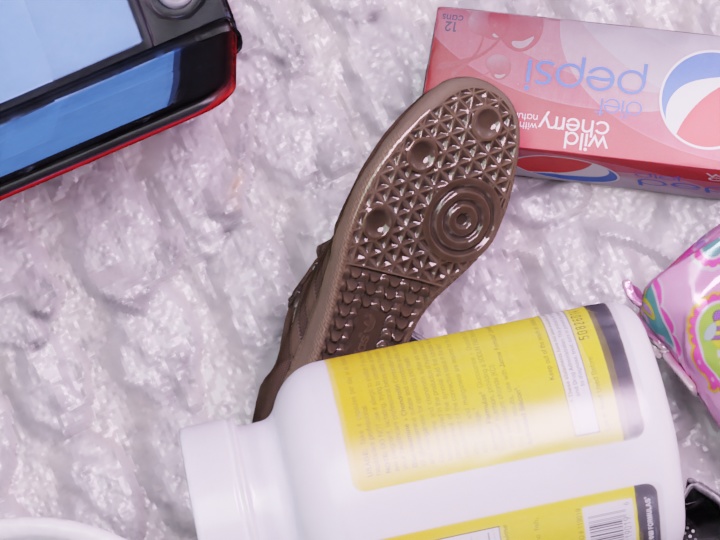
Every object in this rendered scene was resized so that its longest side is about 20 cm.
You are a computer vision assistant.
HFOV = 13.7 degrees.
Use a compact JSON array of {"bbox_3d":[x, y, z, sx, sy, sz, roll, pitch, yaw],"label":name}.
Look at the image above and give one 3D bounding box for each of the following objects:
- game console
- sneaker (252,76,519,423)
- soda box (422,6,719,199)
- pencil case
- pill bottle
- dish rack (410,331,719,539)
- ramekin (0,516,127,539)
[{"bbox_3d":[-0.166,-0.106,1.396,0.200,0.119,0.173,-22,77,5],"label":"game console"},{"bbox_3d":[0.000,0.000,1.339,0.070,0.076,0.200,25,94,-27],"label":"sneaker"},{"bbox_3d":[0.131,-0.072,1.362,0.199,0.070,0.064,8,81,12],"label":"soda box"},{"bbox_3d":[0.199,0.069,1.311,0.087,0.087,0.200,-33,76,3],"label":"pencil case"},{"bbox_3d":[0.029,0.085,1.262,0.199,0.112,0.112,-11,78,-3],"label":"pill bottle"},{"bbox_3d":[0.052,0.124,1.351,0.200,0.055,0.154,32,86,14],"label":"dish rack"},{"bbox_3d":[-0.132,0.208,1.310,0.200,0.098,0.201,-1,85,11],"label":"ramekin"}]
